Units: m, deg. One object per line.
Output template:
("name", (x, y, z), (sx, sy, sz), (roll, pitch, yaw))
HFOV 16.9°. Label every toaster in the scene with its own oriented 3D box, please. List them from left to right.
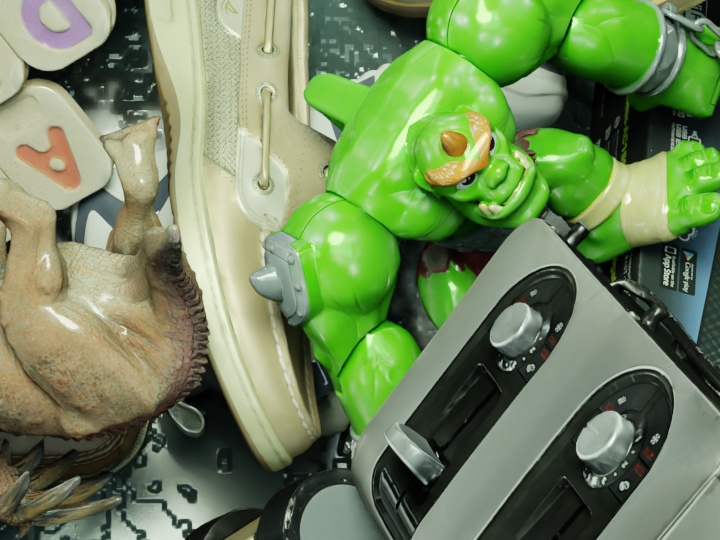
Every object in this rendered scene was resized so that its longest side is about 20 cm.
("toaster", (0.105, 0.101, 0.732), (0.200, 0.181, 0.119), (39, 98, -25))

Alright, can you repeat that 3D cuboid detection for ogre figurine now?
("ogre figurine", (0.040, -0.021, 0.819), (0.120, 0.098, 0.200), (37, 102, -32))

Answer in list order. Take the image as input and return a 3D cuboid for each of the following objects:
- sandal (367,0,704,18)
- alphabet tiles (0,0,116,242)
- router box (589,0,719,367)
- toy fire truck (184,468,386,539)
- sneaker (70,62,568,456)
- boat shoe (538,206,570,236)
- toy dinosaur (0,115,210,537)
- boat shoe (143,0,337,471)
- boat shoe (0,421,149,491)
("sandal", (0.068, -0.130, 0.915), (0.080, 0.200, 0.054), (-46, 128, -31))
("alphabet tiles", (-0.190, -0.081, 0.877), (0.200, 0.015, 0.196), (-27, 115, 24))
("router box", (0.161, -0.002, 0.906), (0.149, 0.062, 0.201), (17, 57, -13))
("toy fire truck", (-0.021, 0.185, 0.782), (0.176, 0.129, 0.200), (-30, 91, -33))
("sneaker", (0.000, 0.000, 0.921), (0.198, 0.080, 0.130), (-19, 80, -10))
("boat shoe", (0.069, 0.051, 0.925), (0.074, 0.062, 0.201), (18, 73, 1))
("toy dinosaur", (-0.103, 0.032, 0.815), (0.086, 0.200, 0.136), (-26, 97, -52))
("boat shoe", (-0.032, -0.029, 0.856), (0.065, 0.072, 0.201), (-12, 67, 3))
("boat shoe", (-0.176, 0.038, 0.898), (0.199, 0.068, 0.072), (11, 73, -4))
